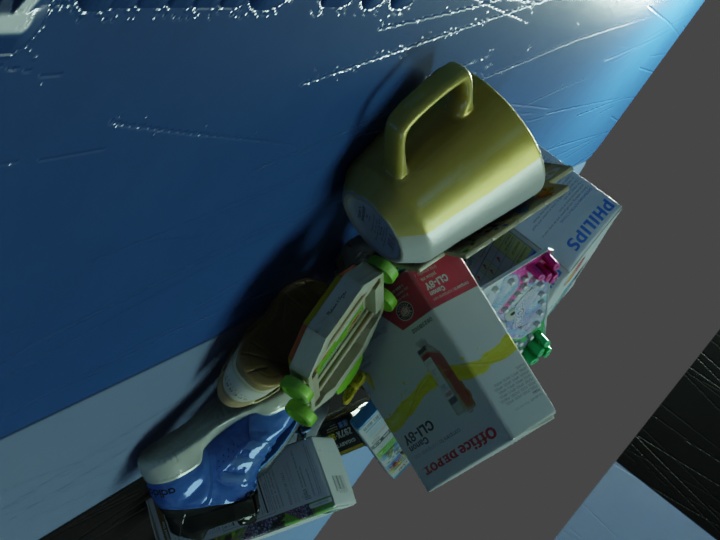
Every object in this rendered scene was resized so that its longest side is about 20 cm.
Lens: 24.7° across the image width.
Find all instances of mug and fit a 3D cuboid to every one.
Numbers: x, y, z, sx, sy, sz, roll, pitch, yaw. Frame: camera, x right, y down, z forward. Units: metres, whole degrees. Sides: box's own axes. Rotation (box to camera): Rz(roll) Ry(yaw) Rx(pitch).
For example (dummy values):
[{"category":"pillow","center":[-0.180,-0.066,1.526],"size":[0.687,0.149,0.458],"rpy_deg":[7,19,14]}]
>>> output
[{"category":"mug","center":[0.058,-0.100,1.517],"size":[0.153,0.187,0.149],"rpy_deg":[-40,-149,-17]}]

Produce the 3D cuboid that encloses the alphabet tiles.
[{"category":"alphabet tiles","center":[0.106,-0.056,1.604],"size":[0.200,0.006,0.166],"rpy_deg":[-33,-158,-22]}]

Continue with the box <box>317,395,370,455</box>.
[{"category":"box","center":[-0.050,0.208,2.016],"size":[0.200,0.049,0.160],"rpy_deg":[-25,180,26]}]

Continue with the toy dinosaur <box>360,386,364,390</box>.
[{"category":"toy dinosaur","center":[0.019,0.057,1.951],"size":[0.086,0.135,0.200],"rpy_deg":[1,100,-44]}]

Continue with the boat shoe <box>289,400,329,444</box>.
[{"category":"boat shoe","center":[-0.089,0.184,1.894],"size":[0.065,0.074,0.200],"rpy_deg":[-27,-152,30]}]

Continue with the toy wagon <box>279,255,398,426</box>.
[{"category":"toy wagon","center":[-0.021,0.075,1.574],"size":[0.155,0.040,0.200],"rpy_deg":[-54,166,-19]}]

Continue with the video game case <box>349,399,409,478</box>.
[{"category":"video game case","center":[0.063,0.161,1.912],"size":[0.143,0.018,0.200],"rpy_deg":[-46,154,-8]}]

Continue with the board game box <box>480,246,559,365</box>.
[{"category":"board game box","center":[0.138,0.084,1.841],"size":[0.200,0.026,0.200],"rpy_deg":[-31,149,-17]}]

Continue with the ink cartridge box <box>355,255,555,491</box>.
[{"category":"ink cartridge box","center":[0.082,0.102,1.662],"size":[0.083,0.200,0.145],"rpy_deg":[-25,170,-47]}]

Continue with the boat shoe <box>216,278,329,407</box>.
[{"category":"boat shoe","center":[-0.082,0.071,1.613],"size":[0.069,0.074,0.200],"rpy_deg":[-42,179,35]}]

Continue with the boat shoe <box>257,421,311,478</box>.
[{"category":"boat shoe","center":[-0.073,0.130,1.692],"size":[0.200,0.084,0.069],"rpy_deg":[-60,161,-19]}]

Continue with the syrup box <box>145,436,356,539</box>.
[{"category":"syrup box","center":[-0.116,0.245,1.737],"size":[0.200,0.082,0.079],"rpy_deg":[-23,168,13]}]

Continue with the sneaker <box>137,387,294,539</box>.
[{"category":"sneaker","center":[-0.116,0.185,1.606],"size":[0.200,0.111,0.077],"rpy_deg":[-33,-157,-32]}]

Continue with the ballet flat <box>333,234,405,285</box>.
[{"category":"ballet flat","center":[0.000,0.000,1.700],"size":[0.072,0.072,0.200],"rpy_deg":[-49,178,-17]}]

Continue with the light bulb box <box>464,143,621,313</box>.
[{"category":"light bulb box","center":[0.174,-0.049,1.957],"size":[0.125,0.200,0.198],"rpy_deg":[-47,169,-29]}]
